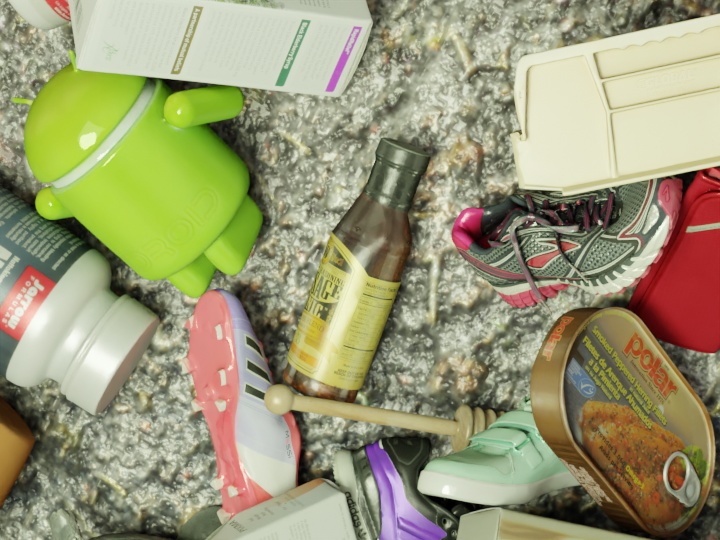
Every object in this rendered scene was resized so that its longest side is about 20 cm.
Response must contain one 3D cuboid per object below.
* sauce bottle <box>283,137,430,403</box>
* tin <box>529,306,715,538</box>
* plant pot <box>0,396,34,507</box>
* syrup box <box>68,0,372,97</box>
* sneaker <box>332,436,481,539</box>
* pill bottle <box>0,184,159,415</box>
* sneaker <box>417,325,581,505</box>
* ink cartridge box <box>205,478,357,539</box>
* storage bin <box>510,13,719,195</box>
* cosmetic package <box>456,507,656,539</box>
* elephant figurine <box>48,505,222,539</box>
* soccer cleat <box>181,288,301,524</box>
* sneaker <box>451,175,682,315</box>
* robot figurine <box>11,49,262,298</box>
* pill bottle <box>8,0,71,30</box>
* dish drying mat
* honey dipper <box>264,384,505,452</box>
[{"bbox_3d":[0.000,0.000,1.241,0.065,0.066,0.202,20,99,5],"label":"sauce bottle"},{"bbox_3d":[0.191,0.109,1.187,0.200,0.042,0.112,49,64,-32],"label":"tin"},{"bbox_3d":[-0.343,0.138,1.257,0.200,0.200,0.140,42,86,0],"label":"plant pot"},{"bbox_3d":[-0.098,-0.184,1.161,0.198,0.079,0.082,4,139,-23],"label":"syrup box"},{"bbox_3d":[0.054,0.219,1.264,0.099,0.070,0.202,-20,97,5],"label":"sneaker"},{"bbox_3d":[-0.258,0.017,1.252,0.199,0.120,0.120,33,102,2],"label":"pill bottle"},{"bbox_3d":[0.115,0.101,1.192,0.073,0.199,0.120,5,98,47],"label":"sneaker"},{"bbox_3d":[-0.085,0.266,1.209,0.198,0.050,0.164,-20,106,-20],"label":"ink cartridge box"},{"bbox_3d":[0.203,-0.117,1.119,0.196,0.200,0.095,-10,96,10],"label":"storage bin"},{"bbox_3d":[0.171,0.224,1.171,0.198,0.105,0.072,14,76,-12],"label":"cosmetic package"},{"bbox_3d":[-0.118,0.253,1.279,0.198,0.156,0.142,-17,53,0],"label":"elephant figurine"},{"bbox_3d":[-0.083,0.105,1.256,0.066,0.076,0.202,12,116,51],"label":"soccer cleat"},{"bbox_3d":[0.143,-0.025,1.154,0.074,0.081,0.199,37,147,-24],"label":"sneaker"},{"bbox_3d":[-0.162,-0.074,1.209,0.175,0.116,0.200,-29,117,37],"label":"robot figurine"},{"bbox_3d":[-0.168,-0.263,1.198,0.198,0.112,0.113,-22,95,11],"label":"pill bottle"},{"bbox_3d":[0.243,-0.001,1.155,0.076,0.201,0.018,20,59,4],"label":"dish drying mat"},{"bbox_3d":[0.024,0.108,1.231,0.198,0.038,0.038,12,101,-16],"label":"honey dipper"}]
